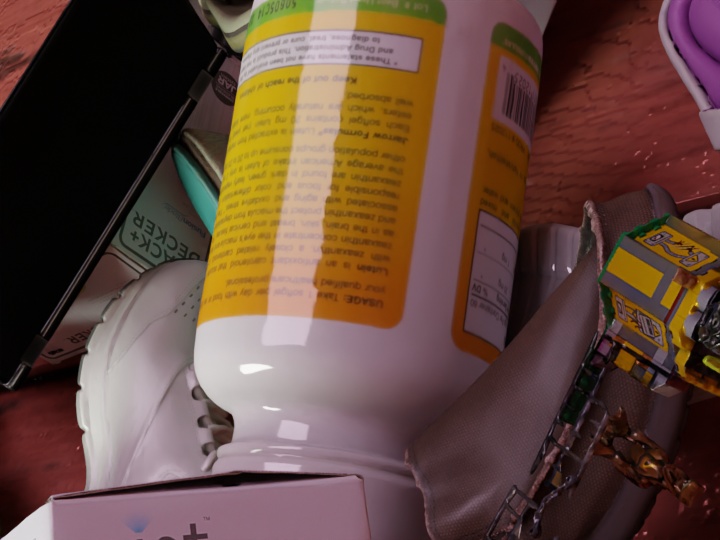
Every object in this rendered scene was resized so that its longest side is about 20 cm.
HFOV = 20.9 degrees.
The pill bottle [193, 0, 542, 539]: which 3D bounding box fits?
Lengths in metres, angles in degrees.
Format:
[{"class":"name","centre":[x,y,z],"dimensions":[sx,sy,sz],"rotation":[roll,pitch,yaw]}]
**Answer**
[{"class":"pill bottle","centre":[0.000,0.000,0.704],"dimensions":[0.111,0.111,0.202],"rotation":[-7,69,47]}]

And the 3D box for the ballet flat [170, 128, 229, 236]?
[{"class":"ballet flat","centre":[-0.027,-0.013,0.871],"dimensions":[0.062,0.068,0.200],"rotation":[-25,37,-9]}]

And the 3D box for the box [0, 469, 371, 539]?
[{"class":"box","centre":[-0.064,0.166,0.582],"dimensions":[0.200,0.096,0.178],"rotation":[138,127,-64]}]

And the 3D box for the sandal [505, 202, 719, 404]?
[{"class":"sandal","centre":[0.095,0.025,0.686],"dimensions":[0.202,0.050,0.083],"rotation":[-8,68,61]}]

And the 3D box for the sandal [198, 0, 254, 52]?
[{"class":"sandal","centre":[-0.035,-0.134,0.835],"dimensions":[0.079,0.058,0.201],"rotation":[-21,18,-15]}]

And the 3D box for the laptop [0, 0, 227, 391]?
[{"class":"laptop","centre":[-0.160,-0.057,0.895],"dimensions":[0.200,0.116,0.188],"rotation":[17,72,54]}]

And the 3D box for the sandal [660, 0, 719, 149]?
[{"class":"sandal","centre":[0.152,-0.065,0.682],"dimensions":[0.083,0.050,0.203],"rotation":[-48,33,7]}]

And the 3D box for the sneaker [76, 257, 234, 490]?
[{"class":"sneaker","centre":[-0.079,0.087,0.834],"dimensions":[0.087,0.074,0.201],"rotation":[-7,60,32]}]

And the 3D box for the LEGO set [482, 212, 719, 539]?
[{"class":"LEGO set","centre":[0.109,0.093,0.519],"dimensions":[0.201,0.153,0.116],"rotation":[-56,34,1]}]

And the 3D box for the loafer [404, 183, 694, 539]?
[{"class":"loafer","centre":[0.049,0.065,0.607],"dimensions":[0.073,0.070,0.201],"rotation":[-88,14,-72]}]

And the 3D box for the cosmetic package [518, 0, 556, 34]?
[{"class":"cosmetic package","centre":[0.031,-0.155,0.869],"dimensions":[0.200,0.051,0.151],"rotation":[-114,41,-53]}]

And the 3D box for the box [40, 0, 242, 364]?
[{"class":"box","centre":[-0.121,-0.062,1.011],"dimensions":[0.116,0.060,0.201],"rotation":[-20,46,39]}]
